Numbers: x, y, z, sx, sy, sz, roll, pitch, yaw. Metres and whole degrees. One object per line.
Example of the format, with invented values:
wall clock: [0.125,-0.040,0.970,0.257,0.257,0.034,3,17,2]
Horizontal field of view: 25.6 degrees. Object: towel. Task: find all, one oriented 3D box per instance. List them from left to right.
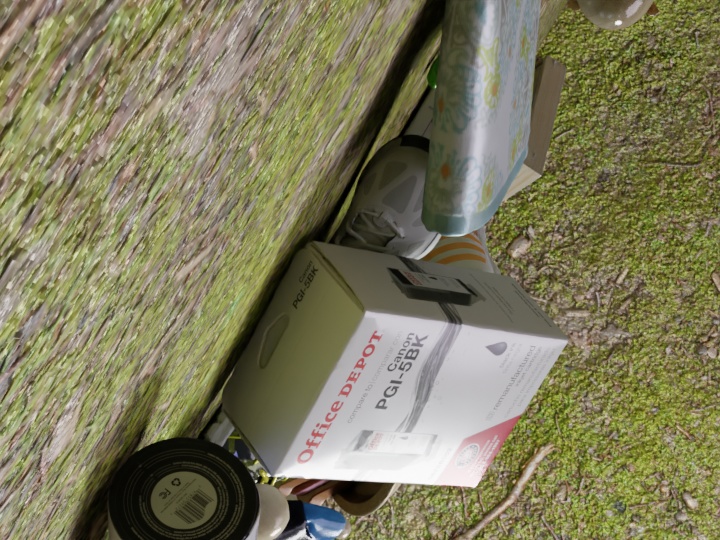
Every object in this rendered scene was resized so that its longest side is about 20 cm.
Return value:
towel: [0.085,-0.132,1.081,0.200,0.048,0.172,-53,148,-64]

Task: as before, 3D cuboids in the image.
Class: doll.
doll: [-0.074,0.203,1.151,0.136,0.049,0.200,-15,157,-11]

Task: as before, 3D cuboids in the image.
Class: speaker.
speaker: [-0.102,0.181,0.897,0.081,0.081,0.200,-57,166,-37]

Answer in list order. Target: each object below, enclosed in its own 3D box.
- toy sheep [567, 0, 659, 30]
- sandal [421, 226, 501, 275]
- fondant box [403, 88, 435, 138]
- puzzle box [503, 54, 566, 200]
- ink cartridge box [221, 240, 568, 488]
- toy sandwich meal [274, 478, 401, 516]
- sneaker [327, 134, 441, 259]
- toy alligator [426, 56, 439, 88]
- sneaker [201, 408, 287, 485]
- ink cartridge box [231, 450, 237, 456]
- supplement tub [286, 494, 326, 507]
toy sheep: [0.175,-0.260,1.072,0.138,0.137,0.201,95,1,-82]
sandal: [0.066,-0.009,1.319,0.079,0.059,0.207,-40,-157,16]
fondant box: [0.060,-0.094,1.375,0.200,0.058,0.144,-60,177,0]
puzzle box: [0.108,-0.103,1.466,0.200,0.025,0.133,-34,-149,48]
ink cartridge box: [0.025,0.071,1.112,0.200,0.083,0.147,9,120,-40]
toy sandwich meal: [-0.019,0.109,1.303,0.205,0.070,0.206,-175,-90,-65]
sneaker: [0.000,0.000,1.149,0.201,0.076,0.115,-59,179,36]
toy alligator: [0.112,-0.195,1.273,0.200,0.054,0.059,-56,176,-44]
sneaker: [-0.068,0.129,1.186,0.200,0.084,0.075,-57,175,-35]
ink cartridge box: [-0.147,0.201,1.043,0.200,0.042,0.119,-56,175,-12]
supplement tub: [-0.119,0.282,1.450,0.200,0.122,0.123,-61,176,26]
